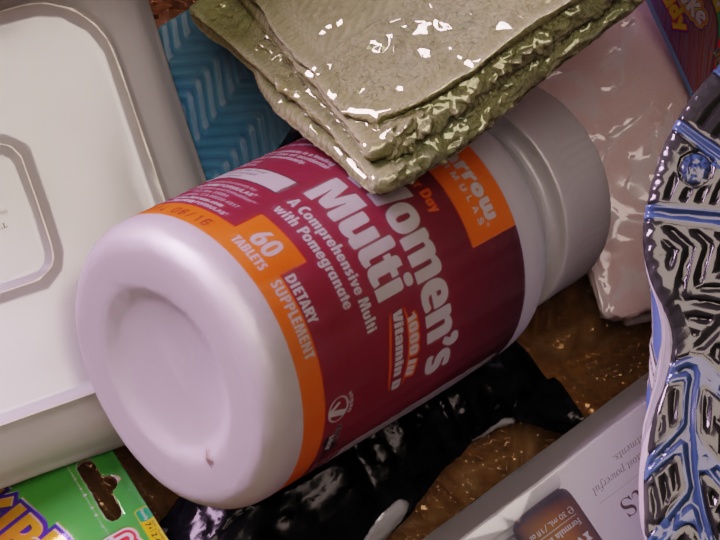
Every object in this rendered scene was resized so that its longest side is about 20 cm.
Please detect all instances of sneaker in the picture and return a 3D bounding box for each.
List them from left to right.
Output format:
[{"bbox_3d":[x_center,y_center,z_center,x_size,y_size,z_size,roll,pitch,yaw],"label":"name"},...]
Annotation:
[{"bbox_3d":[-0.034,-0.097,0.821,0.076,0.081,0.200,42,96,7],"label":"sneaker"},{"bbox_3d":[0.133,0.017,0.705,0.075,0.077,0.202,11,84,8],"label":"sneaker"}]

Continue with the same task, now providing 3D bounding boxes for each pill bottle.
[{"bbox_3d":[0.000,0.000,0.739,0.199,0.110,0.110,-28,75,-39],"label":"pill bottle"}]

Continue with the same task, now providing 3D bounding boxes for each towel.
[{"bbox_3d":[0.043,-0.124,0.723,0.200,0.037,0.148,-39,53,-4],"label":"towel"},{"bbox_3d":[0.169,-0.087,0.847,0.198,0.032,0.193,-13,76,-6],"label":"towel"}]

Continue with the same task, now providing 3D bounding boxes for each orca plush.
[{"bbox_3d":[-0.004,0.087,0.767,0.198,0.071,0.106,-17,76,-8],"label":"orca plush"}]

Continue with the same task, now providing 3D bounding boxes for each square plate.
[{"bbox_3d":[-0.152,-0.015,0.755,0.199,0.028,0.200,-19,89,-14],"label":"square plate"}]

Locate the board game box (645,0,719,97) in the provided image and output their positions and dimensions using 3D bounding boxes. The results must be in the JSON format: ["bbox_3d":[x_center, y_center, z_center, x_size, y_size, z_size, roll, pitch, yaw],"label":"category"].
[{"bbox_3d":[0.163,-0.083,0.743,0.039,0.158,0.201,-17,79,-32],"label":"board game box"}]

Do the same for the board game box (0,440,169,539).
[{"bbox_3d":[-0.172,0.135,0.752,0.199,0.030,0.096,-33,52,-9],"label":"board game box"}]

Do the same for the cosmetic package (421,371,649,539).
[{"bbox_3d":[0.105,0.140,0.754,0.199,0.052,0.151,-35,94,-11],"label":"cosmetic package"}]
